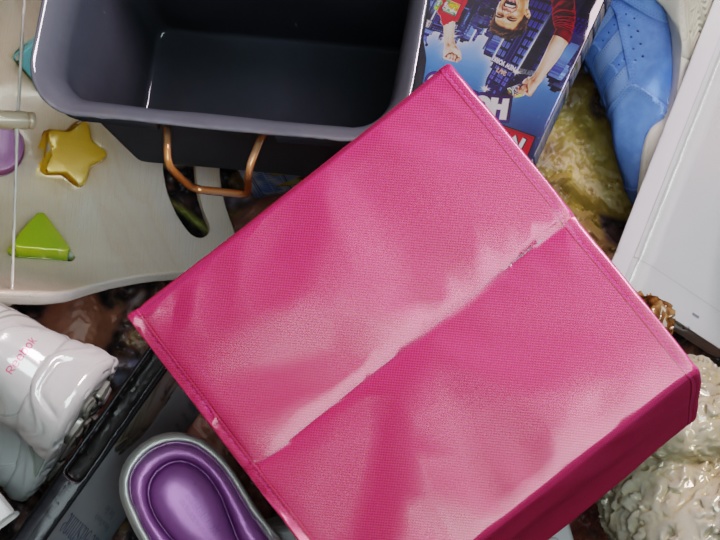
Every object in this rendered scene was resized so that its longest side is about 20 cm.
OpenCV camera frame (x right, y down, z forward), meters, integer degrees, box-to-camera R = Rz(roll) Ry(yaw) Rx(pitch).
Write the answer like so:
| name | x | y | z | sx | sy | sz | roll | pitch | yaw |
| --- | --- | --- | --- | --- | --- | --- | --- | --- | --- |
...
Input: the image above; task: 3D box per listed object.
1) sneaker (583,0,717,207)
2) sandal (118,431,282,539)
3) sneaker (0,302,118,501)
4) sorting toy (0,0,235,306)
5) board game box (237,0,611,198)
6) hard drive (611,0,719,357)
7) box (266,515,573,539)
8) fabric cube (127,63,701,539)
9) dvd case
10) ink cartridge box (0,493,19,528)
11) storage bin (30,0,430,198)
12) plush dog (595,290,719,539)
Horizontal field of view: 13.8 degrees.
| name | x | y | z | sx | sy | sz | roll | pitch | yaw |
| --- | --- | --- | --- | --- | --- | --- | --- | --- | --- |
| sneaker | 0.149 | -0.125 | 1.716 | 0.077 | 0.111 | 0.200 | -32 | 129 | -45 |
| sandal | -0.054 | 0.173 | 1.535 | 0.082 | 0.050 | 0.203 | -43 | 93 | -7 |
| sneaker | -0.188 | 0.058 | 1.580 | 0.099 | 0.200 | 0.078 | 37 | 68 | 0 |
| sorting toy | -0.151 | -0.068 | 1.648 | 0.180 | 0.107 | 0.200 | 5 | 79 | -20 |
| board game box | 0.023 | -0.118 | 1.651 | 0.200 | 0.062 | 0.200 | 22 | 78 | 16 |
| hard drive | 0.215 | -0.061 | 1.703 | 0.132 | 0.026 | 0.200 | 30 | 80 | -49 |
| box | 0.024 | 0.220 | 1.637 | 0.200 | 0.131 | 0.199 | -15 | 89 | -10 |
| fabric cube | 0.032 | 0.049 | 1.480 | 0.199 | 0.196 | 0.200 | -38 | 79 | 0 |
| dvd case | -0.120 | 0.087 | 1.616 | 0.018 | 0.143 | 0.200 | 34 | 81 | 10 |
| ink cartridge box | -0.279 | 0.076 | 1.586 | 0.084 | 0.146 | 0.200 | -38 | 93 | -10 |
| storage bin | -0.055 | -0.101 | 1.556 | 0.200 | 0.134 | 0.146 | 5 | 73 | 13 |
| plush dog | 0.168 | 0.104 | 1.638 | 0.160 | 0.200 | 0.172 | -24 | 55 | -8 |
